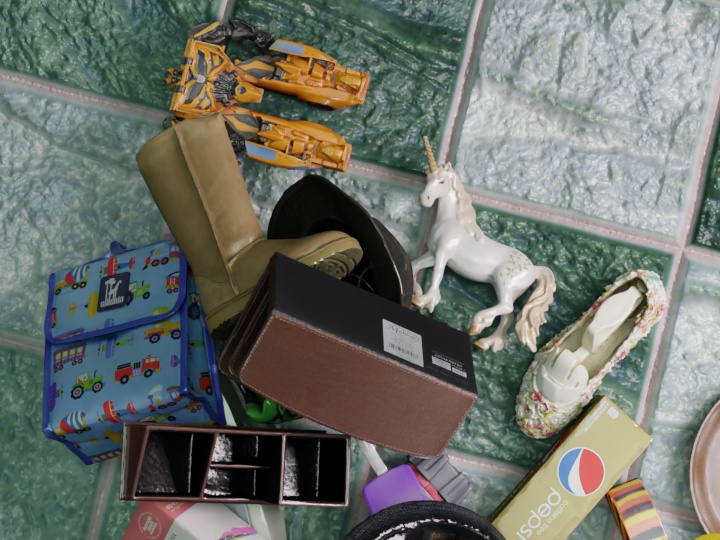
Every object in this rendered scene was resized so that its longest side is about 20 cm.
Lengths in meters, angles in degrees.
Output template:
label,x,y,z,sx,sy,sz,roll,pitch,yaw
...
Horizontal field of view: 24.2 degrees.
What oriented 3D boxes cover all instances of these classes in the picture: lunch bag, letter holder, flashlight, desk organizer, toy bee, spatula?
label,x,y,z,sx,sy,sz,roll,pitch,yaw
lunch bag,-0.220,0.062,1.599,0.149,0.094,0.202,-17,59,14
letter holder,-0.018,0.100,1.483,0.198,0.101,0.143,23,117,-15
flashlight,0.015,0.251,1.597,0.200,0.068,0.068,-43,126,-6
desk organizer,-0.112,0.177,1.522,0.198,0.077,0.073,5,84,-21
toy bee,0.293,0.292,1.571,0.131,0.109,0.200,-42,86,-3
spatula,0.002,0.158,1.580,0.056,0.021,0.201,-29,80,6

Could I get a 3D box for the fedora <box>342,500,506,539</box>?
label,x,y,z,sx,sy,sz,roll,pitch,yaw
fedora,0.052,0.309,1.519,0.198,0.092,0.203,7,62,-13

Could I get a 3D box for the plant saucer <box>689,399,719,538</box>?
label,x,y,z,sx,sy,sz,roll,pitch,yaw
plant saucer,0.413,0.197,1.612,0.198,0.032,0.203,0,85,1

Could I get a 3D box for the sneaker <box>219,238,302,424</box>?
label,x,y,z,sx,sy,sz,roll,pitch,yaw
sneaker,-0.101,0.050,1.597,0.078,0.085,0.202,-26,84,31

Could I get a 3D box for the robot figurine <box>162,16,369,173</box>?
label,x,y,z,sx,sy,sz,roll,pitch,yaw
robot figurine,-0.097,-0.169,1.635,0.198,0.058,0.147,14,86,2

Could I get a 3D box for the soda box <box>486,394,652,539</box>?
label,x,y,z,sx,sy,sz,roll,pitch,yaw
soda box,0.186,0.213,1.598,0.064,0.068,0.200,41,88,4

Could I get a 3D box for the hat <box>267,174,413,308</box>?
label,x,y,z,sx,sy,sz,roll,pitch,yaw
hat,0.000,0.000,1.597,0.080,0.200,0.203,-18,85,-36

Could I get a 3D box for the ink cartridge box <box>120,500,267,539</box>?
label,x,y,z,sx,sy,sz,roll,pitch,yaw
ink cartridge box,-0.132,0.298,1.563,0.199,0.067,0.117,36,119,14

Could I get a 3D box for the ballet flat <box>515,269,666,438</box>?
label,x,y,z,sx,sy,sz,roll,pitch,yaw
ballet flat,0.215,0.073,1.608,0.075,0.064,0.200,39,87,21

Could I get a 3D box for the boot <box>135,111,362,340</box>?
label,x,y,z,sx,sy,sz,roll,pitch,yaw
boot,-0.108,-0.060,1.554,0.174,0.066,0.202,-27,70,13

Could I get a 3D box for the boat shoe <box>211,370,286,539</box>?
label,x,y,z,sx,sy,sz,roll,pitch,yaw
boat shoe,-0.130,0.197,1.613,0.071,0.070,0.203,-23,82,10

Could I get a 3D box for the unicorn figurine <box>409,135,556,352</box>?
label,x,y,z,sx,sy,sz,roll,pitch,yaw
unicorn figurine,0.101,-0.014,1.621,0.199,0.074,0.138,32,78,-11
